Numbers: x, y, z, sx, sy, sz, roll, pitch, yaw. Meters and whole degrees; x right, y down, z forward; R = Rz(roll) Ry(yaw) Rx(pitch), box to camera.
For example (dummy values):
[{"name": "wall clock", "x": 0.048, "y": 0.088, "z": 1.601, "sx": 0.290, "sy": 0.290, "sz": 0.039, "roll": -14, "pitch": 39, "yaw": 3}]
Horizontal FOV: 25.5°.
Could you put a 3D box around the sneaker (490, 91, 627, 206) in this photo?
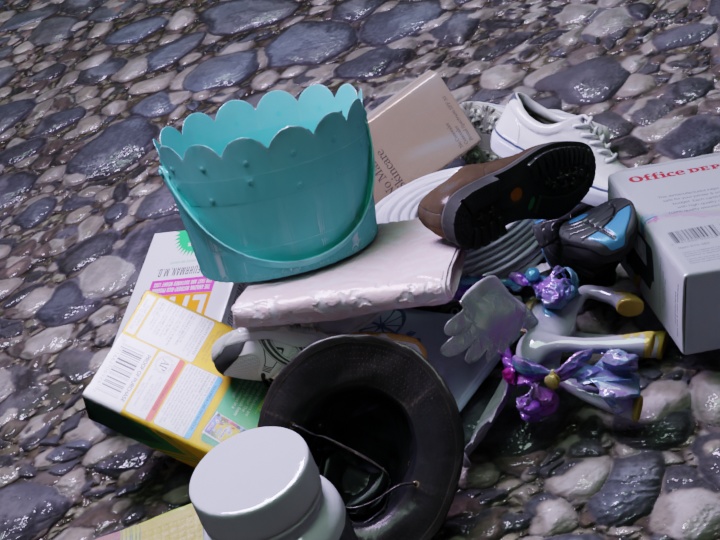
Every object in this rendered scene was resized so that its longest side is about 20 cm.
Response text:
[{"name": "sneaker", "x": 0.224, "y": -0.120, "z": 1.625, "sx": 0.199, "sy": 0.071, "sz": 0.073, "roll": 26, "pitch": 28, "yaw": 21}]

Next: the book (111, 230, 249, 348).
[{"name": "book", "x": -0.178, "y": 0.050, "z": 1.604, "sx": 0.132, "sy": 0.048, "sz": 0.202, "roll": -7, "pitch": 55, "yaw": 35}]

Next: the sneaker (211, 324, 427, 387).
[{"name": "sneaker", "x": -0.041, "y": 0.099, "z": 1.425, "sx": 0.197, "sy": 0.076, "sz": 0.089, "roll": 2, "pitch": 75, "yaw": 9}]

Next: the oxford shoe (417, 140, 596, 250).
[{"name": "oxford shoe", "x": 0.134, "y": -0.081, "z": 1.457, "sx": 0.198, "sy": 0.074, "sz": 0.084, "roll": -18, "pitch": 23, "yaw": -34}]

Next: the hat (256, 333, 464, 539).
[{"name": "hat", "x": 0.002, "y": 0.159, "z": 1.355, "sx": 0.198, "sy": 0.203, "sz": 0.081, "roll": -15, "pitch": -11, "yaw": 9}]

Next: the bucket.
[{"name": "bucket", "x": -0.080, "y": -0.082, "z": 1.481, "sx": 0.205, "sy": 0.136, "sz": 0.207, "roll": -12, "pitch": 17, "yaw": 4}]

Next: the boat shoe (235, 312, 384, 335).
[{"name": "boat shoe", "x": -0.053, "y": 0.059, "z": 1.550, "sx": 0.199, "sy": 0.071, "sz": 0.070, "roll": -24, "pitch": 27, "yaw": 30}]

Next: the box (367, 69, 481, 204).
[{"name": "box", "x": 0.023, "y": -0.123, "z": 1.729, "sx": 0.199, "sy": 0.095, "sz": 0.078, "roll": -36, "pitch": 9, "yaw": 2}]

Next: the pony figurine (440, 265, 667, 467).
[{"name": "pony figurine", "x": 0.154, "y": 0.070, "z": 1.387, "sx": 0.198, "sy": 0.168, "sz": 0.193, "roll": 11, "pitch": 35, "yaw": 18}]

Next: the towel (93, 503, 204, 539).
[{"name": "towel", "x": -0.173, "y": 0.277, "z": 1.366, "sx": 0.142, "sy": 0.023, "sz": 0.201, "roll": -19, "pitch": 33, "yaw": 2}]

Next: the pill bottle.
[{"name": "pill bottle", "x": -0.053, "y": 0.224, "z": 1.204, "sx": 0.112, "sy": 0.202, "sz": 0.114, "roll": -15, "pitch": 32, "yaw": 10}]

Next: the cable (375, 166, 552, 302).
[{"name": "cable", "x": 0.097, "y": -0.039, "z": 1.622, "sx": 0.198, "sy": 0.070, "sz": 0.200, "roll": -21, "pitch": 28, "yaw": -6}]

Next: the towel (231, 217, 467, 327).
[{"name": "towel", "x": 0.000, "y": 0.000, "z": 1.451, "sx": 0.198, "sy": 0.033, "sz": 0.191, "roll": -9, "pitch": 18, "yaw": 16}]

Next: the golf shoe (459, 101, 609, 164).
[{"name": "golf shoe", "x": 0.187, "y": -0.148, "z": 1.768, "sx": 0.097, "sy": 0.079, "sz": 0.199, "roll": -17, "pitch": 25, "yaw": -39}]

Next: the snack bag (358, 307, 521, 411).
[{"name": "snack bag", "x": 0.037, "y": 0.100, "z": 1.509, "sx": 0.198, "sy": 0.022, "sz": 0.189, "roll": 7, "pitch": 42, "yaw": 39}]

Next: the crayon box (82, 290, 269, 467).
[{"name": "crayon box", "x": -0.142, "y": 0.116, "z": 1.484, "sx": 0.198, "sy": 0.052, "sz": 0.126, "roll": 23, "pitch": 61, "yaw": 12}]

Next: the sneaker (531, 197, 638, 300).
[{"name": "sneaker", "x": 0.218, "y": -0.018, "z": 1.462, "sx": 0.073, "sy": 0.083, "sz": 0.200, "roll": -23, "pitch": 5, "yaw": -4}]

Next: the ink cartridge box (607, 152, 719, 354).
[{"name": "ink cartridge box", "x": 0.323, "y": -0.021, "z": 1.440, "sx": 0.144, "sy": 0.084, "sz": 0.201, "roll": -10, "pitch": 30, "yaw": -7}]
